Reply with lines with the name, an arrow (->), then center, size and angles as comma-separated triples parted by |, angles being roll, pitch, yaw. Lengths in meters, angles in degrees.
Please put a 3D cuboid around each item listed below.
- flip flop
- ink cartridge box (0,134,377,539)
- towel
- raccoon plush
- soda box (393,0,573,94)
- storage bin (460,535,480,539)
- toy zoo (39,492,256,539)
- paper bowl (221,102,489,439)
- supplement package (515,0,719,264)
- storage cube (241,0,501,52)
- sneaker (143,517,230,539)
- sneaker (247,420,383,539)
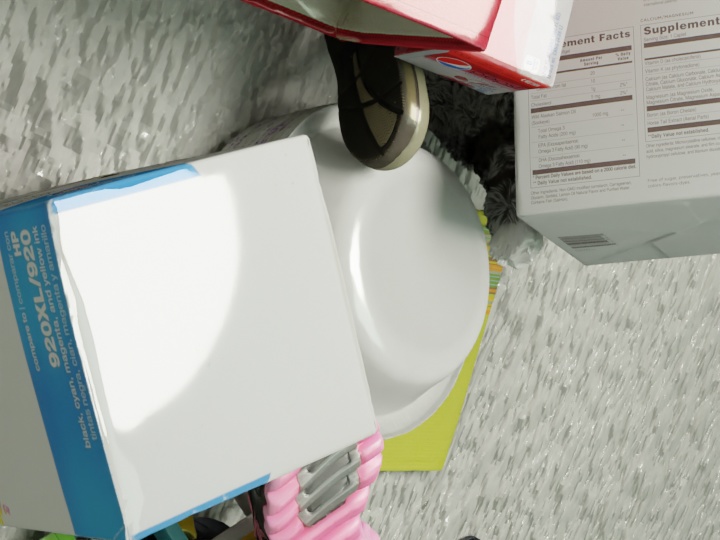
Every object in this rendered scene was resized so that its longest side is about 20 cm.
flip flop -> 0.022, -0.141, 0.837 | 0.057, 0.081, 0.201 | 13, 51, -27
ink cartridge box -> -0.122, 0.030, 0.686 | 0.147, 0.199, 0.146 | -20, 99, -41
towel -> 0.055, 0.051, 1.061 | 0.086, 0.018, 0.201 | 8, 100, -44
raccoon plush -> 0.109, -0.088, 0.979 | 0.134, 0.096, 0.202 | 13, 72, -49
soda box -> 0.083, -0.199, 0.767 | 0.070, 0.063, 0.201 | 16, 85, -27
storage bin -> 0.072, 0.325, 1.132 | 0.200, 0.093, 0.136 | -39, 131, -32
toy zoo -> -0.102, 0.181, 0.865 | 0.199, 0.132, 0.020 | -29, 170, -38
paper bowl -> 0.000, 0.000, 0.862 | 0.200, 0.104, 0.202 | 8, 80, -47
supplement package -> 0.180, -0.120, 0.849 | 0.152, 0.150, 0.202 | 24, 63, -65
storage cube -> -0.016, -0.221, 0.702 | 0.170, 0.200, 0.181 | 17, 91, -25
sneaker -> -0.149, 0.231, 0.882 | 0.200, 0.070, 0.082 | -39, 160, -38
sneaker -> -0.038, 0.119, 0.812 | 0.079, 0.095, 0.201 | -27, 140, -23
